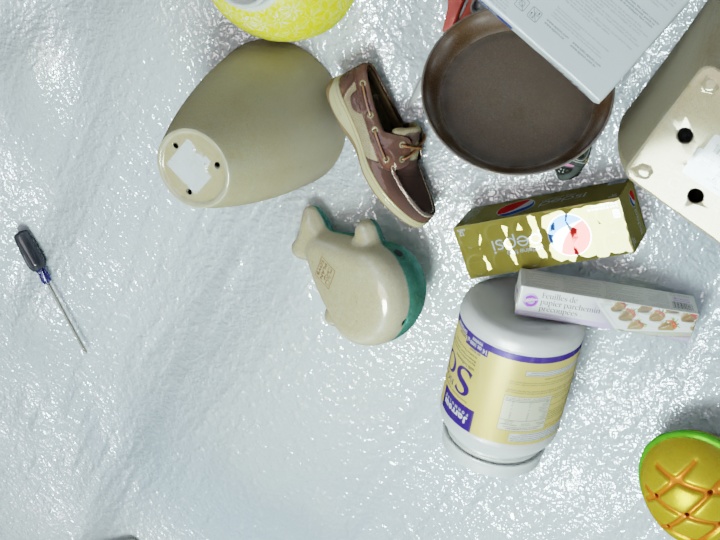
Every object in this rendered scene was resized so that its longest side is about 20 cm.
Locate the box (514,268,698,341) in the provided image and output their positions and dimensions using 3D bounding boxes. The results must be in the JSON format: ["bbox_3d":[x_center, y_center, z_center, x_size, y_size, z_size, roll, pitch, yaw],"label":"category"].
[{"bbox_3d":[0.271,0.038,1.336,0.199,0.041,0.039,9,121,0],"label":"box"}]

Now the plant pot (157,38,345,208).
[{"bbox_3d":[-0.143,-0.150,1.394,0.187,0.200,0.188,12,119,22],"label":"plant pot"}]

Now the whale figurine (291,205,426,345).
[{"bbox_3d":[0.000,0.000,1.474,0.200,0.104,0.159,43,129,33],"label":"whale figurine"}]

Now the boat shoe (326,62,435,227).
[{"bbox_3d":[0.038,-0.146,1.386,0.072,0.072,0.200,-26,94,35],"label":"boat shoe"}]

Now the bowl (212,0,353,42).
[{"bbox_3d":[-0.109,-0.342,1.339,0.199,0.108,0.201,12,119,22],"label":"bowl"}]

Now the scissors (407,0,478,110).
[{"bbox_3d":[0.104,-0.254,1.331,0.073,0.014,0.201,24,121,14],"label":"scissors"}]

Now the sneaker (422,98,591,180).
[{"bbox_3d":[0.158,-0.147,1.318,0.199,0.080,0.087,19,123,19],"label":"sneaker"}]

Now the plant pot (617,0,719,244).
[{"bbox_3d":[0.364,-0.133,1.160,0.200,0.177,0.200,37,124,6],"label":"plant pot"}]

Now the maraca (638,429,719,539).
[{"bbox_3d":[0.395,0.270,1.385,0.137,0.107,0.201,-12,108,39],"label":"maraca"}]

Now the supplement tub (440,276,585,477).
[{"bbox_3d":[0.172,0.124,1.403,0.145,0.145,0.201,20,121,17],"label":"supplement tub"}]

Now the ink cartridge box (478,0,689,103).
[{"bbox_3d":[0.228,-0.305,1.193,0.199,0.041,0.200,40,98,-6],"label":"ink cartridge box"}]

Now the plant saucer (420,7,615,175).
[{"bbox_3d":[0.163,-0.185,1.258,0.200,0.201,0.032,26,163,13],"label":"plant saucer"}]

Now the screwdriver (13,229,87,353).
[{"bbox_3d":[-0.445,0.032,1.744,0.029,0.028,0.201,2,120,60],"label":"screwdriver"}]

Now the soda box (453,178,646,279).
[{"bbox_3d":[0.211,-0.045,1.350,0.199,0.064,0.068,-10,110,31],"label":"soda box"}]
